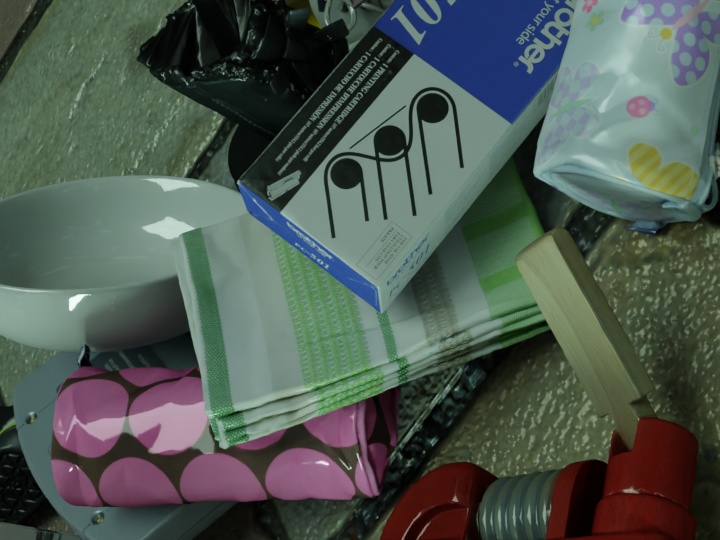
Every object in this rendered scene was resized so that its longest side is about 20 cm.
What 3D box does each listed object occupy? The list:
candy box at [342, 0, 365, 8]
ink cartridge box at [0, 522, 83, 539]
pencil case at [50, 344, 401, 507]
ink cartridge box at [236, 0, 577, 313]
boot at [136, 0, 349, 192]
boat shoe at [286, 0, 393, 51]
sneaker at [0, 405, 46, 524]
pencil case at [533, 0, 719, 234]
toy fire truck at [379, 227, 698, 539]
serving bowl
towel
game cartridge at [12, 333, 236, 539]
[{"bbox_3d":[-0.001,-0.238,0.947,0.136,0.061,0.200,-39,34,-1],"label":"candy box"},{"bbox_3d":[-0.249,0.202,1.027,0.145,0.199,0.085,-13,66,45],"label":"ink cartridge box"},{"bbox_3d":[-0.072,0.085,0.921,0.198,0.094,0.092,-2,93,21],"label":"pencil case"},{"bbox_3d":[0.036,-0.086,0.857,0.094,0.044,0.200,36,76,14],"label":"ink cartridge box"},{"bbox_3d":[-0.058,-0.099,0.968,0.197,0.162,0.074,-3,69,48],"label":"boot"},{"bbox_3d":[-0.005,-0.165,0.996,0.201,0.086,0.075,-11,65,47],"label":"boat shoe"},{"bbox_3d":[-0.259,0.145,1.186,0.199,0.072,0.083,-33,27,35],"label":"sneaker"},{"bbox_3d":[0.148,-0.124,0.804,0.090,0.083,0.202,6,78,44],"label":"pencil case"},{"bbox_3d":[0.081,0.104,0.765,0.175,0.128,0.202,-15,51,45],"label":"toy fire truck"},{"bbox_3d":[-0.159,0.002,1.044,0.200,0.199,0.066,28,128,51],"label":"serving bowl"},{"bbox_3d":[0.000,0.000,0.878,0.198,0.031,0.150,-21,50,4],"label":"towel"},{"bbox_3d":[-0.141,0.101,1.032,0.133,0.042,0.200,-41,40,-5],"label":"game cartridge"}]
